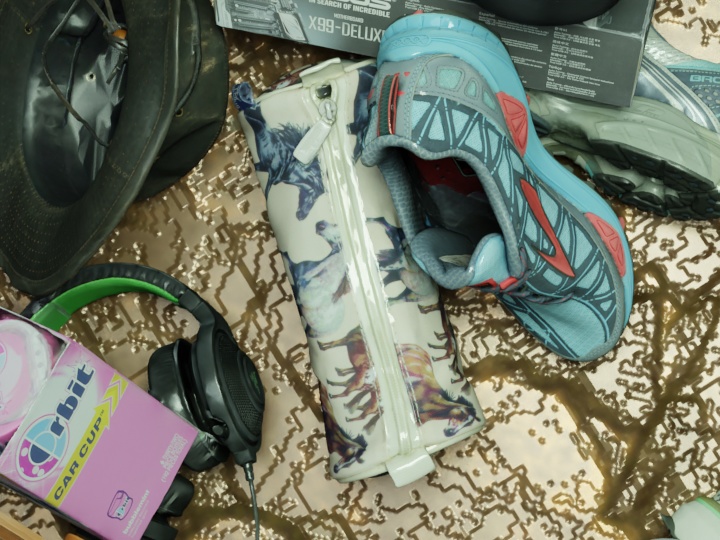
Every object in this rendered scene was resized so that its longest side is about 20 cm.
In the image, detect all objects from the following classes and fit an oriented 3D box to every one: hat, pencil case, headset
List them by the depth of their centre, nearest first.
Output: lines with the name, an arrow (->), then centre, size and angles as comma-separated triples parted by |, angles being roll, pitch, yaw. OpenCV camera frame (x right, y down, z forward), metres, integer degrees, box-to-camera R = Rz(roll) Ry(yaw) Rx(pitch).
pencil case -> 0.000, 0.000, 1.130 | 0.077, 0.089, 0.201 | -15, 88, 9
headset -> -0.095, 0.081, 1.136 | 0.124, 0.094, 0.200 | -46, 71, 1
hat -> -0.114, -0.084, 1.153 | 0.081, 0.200, 0.202 | 9, 76, -38

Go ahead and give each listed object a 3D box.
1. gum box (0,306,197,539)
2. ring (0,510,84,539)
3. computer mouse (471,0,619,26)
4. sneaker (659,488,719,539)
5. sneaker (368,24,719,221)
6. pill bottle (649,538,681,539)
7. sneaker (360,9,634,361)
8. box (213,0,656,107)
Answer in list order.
gum box -> -0.187, 0.047, 1.101 | 0.199, 0.113, 0.066 | 22, 78, 35
ring -> -0.189, 0.108, 1.094 | 0.200, 0.201, 0.019 | 27, 72, 7
computer mouse -> 0.093, -0.160, 1.066 | 0.138, 0.200, 0.053 | 15, 130, 11
sneaker -> 0.224, 0.132, 1.071 | 0.089, 0.077, 0.200 | -51, 46, -6
sneaker -> 0.096, -0.096, 1.153 | 0.199, 0.078, 0.087 | 24, 68, 7
pill bottle -> 0.171, 0.219, 1.053 | 0.200, 0.114, 0.114 | 42, 90, -21
sneaker -> 0.054, -0.017, 1.093 | 0.079, 0.200, 0.096 | -12, 40, 35
box -> 0.045, -0.165, 1.127 | 0.199, 0.050, 0.158 | 12, 51, 7
